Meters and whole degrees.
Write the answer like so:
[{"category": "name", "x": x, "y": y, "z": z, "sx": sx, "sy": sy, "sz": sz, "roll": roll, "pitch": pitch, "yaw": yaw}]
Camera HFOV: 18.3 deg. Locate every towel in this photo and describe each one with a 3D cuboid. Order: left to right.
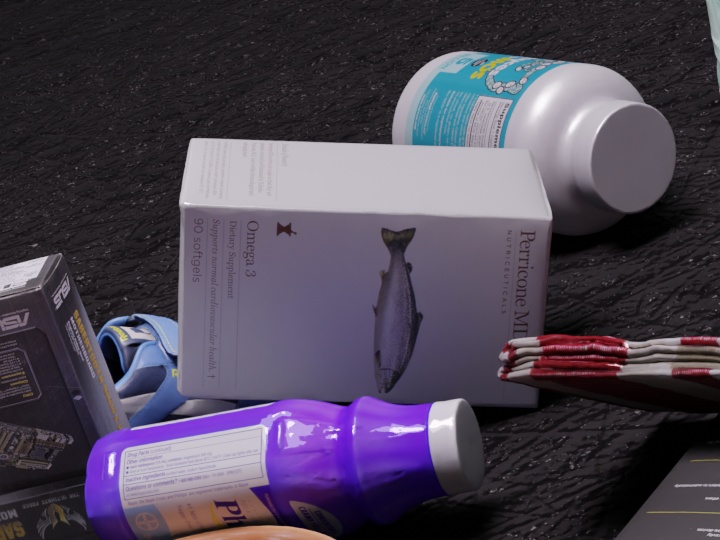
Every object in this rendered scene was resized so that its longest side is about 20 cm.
[{"category": "towel", "x": 0.184, "y": 0.049, "z": 1.043, "sx": 0.200, "sy": 0.023, "sz": 0.144, "roll": -3, "pitch": -12, "yaw": 41}]

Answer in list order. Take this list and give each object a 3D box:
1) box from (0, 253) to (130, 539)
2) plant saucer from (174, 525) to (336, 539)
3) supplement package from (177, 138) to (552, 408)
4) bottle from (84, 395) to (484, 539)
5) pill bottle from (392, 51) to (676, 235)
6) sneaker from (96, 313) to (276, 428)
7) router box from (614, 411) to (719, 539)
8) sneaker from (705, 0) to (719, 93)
[{"category": "box", "x": -0.234, "y": 0.090, "z": 1.235, "sx": 0.200, "sy": 0.159, "sz": 0.048, "roll": -14, "pitch": 22, "yaw": 12}, {"category": "plant saucer", "x": -0.088, "y": 0.186, "z": 1.035, "sx": 0.200, "sy": 0.037, "sz": 0.200, "roll": -16, "pitch": 21, "yaw": 6}, {"category": "supplement package", "x": 0.000, "y": 0.000, "z": 1.245, "sx": 0.200, "sy": 0.117, "sz": 0.117, "roll": 1, "pitch": 21, "yaw": -2}, {"category": "bottle", "x": -0.038, "y": 0.105, "z": 1.136, "sx": 0.200, "sy": 0.084, "sz": 0.065, "roll": -11, "pitch": 56, "yaw": 18}, {"category": "pill bottle", "x": 0.116, "y": -0.083, "z": 1.456, "sx": 0.111, "sy": 0.111, "sz": 0.200, "roll": -28, "pitch": 23, "yaw": -26}, {"category": "sneaker", "x": -0.107, "y": 0.060, "z": 1.316, "sx": 0.200, "sy": 0.082, "sz": 0.074, "roll": -26, "pitch": 20, "yaw": -25}, {"category": "router box", "x": 0.210, "y": 0.118, "z": 0.931, "sx": 0.200, "sy": 0.051, "sz": 0.149, "roll": -1, "pitch": 28, "yaw": 39}, {"category": "sneaker", "x": 0.267, "y": -0.145, "z": 1.477, "sx": 0.074, "sy": 0.118, "sz": 0.200, "roll": -17, "pitch": 21, "yaw": 0}]
